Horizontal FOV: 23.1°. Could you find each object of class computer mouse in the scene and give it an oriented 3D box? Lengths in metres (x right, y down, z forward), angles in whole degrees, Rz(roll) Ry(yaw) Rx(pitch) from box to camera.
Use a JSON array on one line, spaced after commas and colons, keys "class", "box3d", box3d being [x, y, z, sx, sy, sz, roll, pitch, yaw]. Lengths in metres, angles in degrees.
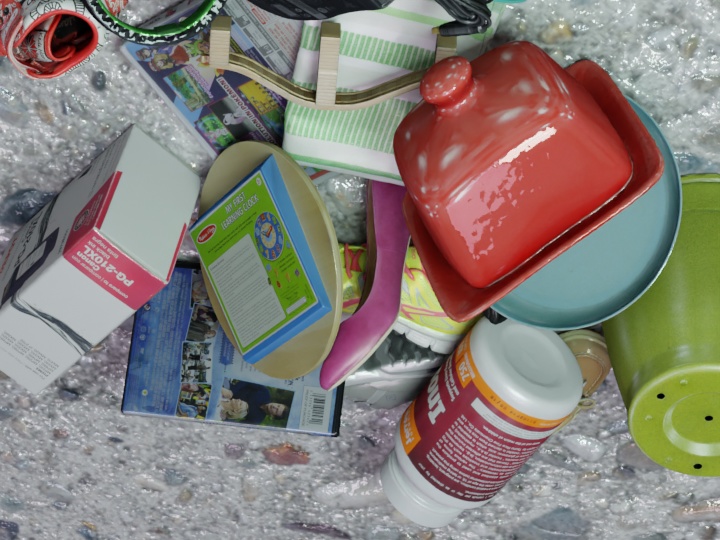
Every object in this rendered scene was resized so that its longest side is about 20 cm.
[{"class": "computer mouse", "box3d": [0.009, -0.212, 1.302, 0.140, 0.046, 0.199, 22, 167, -35]}]

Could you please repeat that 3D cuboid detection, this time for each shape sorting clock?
[{"class": "shape sorting clock", "box3d": [-0.076, -0.009, 1.468, 0.199, 0.039, 0.202, 25, 123, 44]}]

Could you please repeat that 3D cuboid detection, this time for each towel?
[{"class": "towel", "box3d": [0.023, -0.158, 1.405, 0.151, 0.023, 0.201, 10, 127, -8]}]

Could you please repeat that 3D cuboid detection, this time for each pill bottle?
[{"class": "pill bottle", "box3d": [0.101, 0.138, 1.567, 0.112, 0.113, 0.200, 26, 127, -14]}]

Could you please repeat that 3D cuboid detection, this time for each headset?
[{"class": "headset", "box3d": [-0.156, -0.265, 1.299, 0.122, 0.094, 0.202, -15, 107, -16]}]

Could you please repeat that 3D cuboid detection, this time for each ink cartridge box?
[{"class": "ink cartridge box", "box3d": [-0.240, -0.008, 1.528, 0.084, 0.145, 0.200, 38, 127, -21]}]

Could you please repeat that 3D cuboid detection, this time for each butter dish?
[{"class": "butter dish", "box3d": [0.097, -0.098, 1.320, 0.199, 0.200, 0.148, -35, 124, 10]}]

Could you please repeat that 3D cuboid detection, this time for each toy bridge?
[{"class": "toy bridge", "box3d": [-0.026, -0.159, 1.375, 0.198, 0.027, 0.068, 4, 127, -3]}]

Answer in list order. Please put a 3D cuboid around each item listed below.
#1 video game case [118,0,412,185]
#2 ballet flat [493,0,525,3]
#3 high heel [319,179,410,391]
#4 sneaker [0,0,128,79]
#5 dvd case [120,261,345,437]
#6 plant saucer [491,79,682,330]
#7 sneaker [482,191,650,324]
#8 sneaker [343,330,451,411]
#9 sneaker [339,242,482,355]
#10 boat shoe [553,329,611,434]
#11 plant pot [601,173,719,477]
[{"class": "video game case", "box3d": [-0.069, -0.153, 1.453, 0.181, 0.023, 0.200, -23, 125, 27]}, {"class": "ballet flat", "box3d": [0.046, -0.256, 1.312, 0.198, 0.068, 0.068, 15, 129, -6]}, {"class": "high heel", "box3d": [0.000, 0.000, 1.468, 0.096, 0.201, 0.067, 37, 164, -6]}, {"class": "sneaker", "box3d": [-0.277, -0.194, 1.393, 0.200, 0.108, 0.068, -12, 129, 20]}, {"class": "dvd case", "box3d": [-0.109, 0.069, 1.588, 0.198, 0.144, 0.018, 6, 167, 5]}, {"class": "plant saucer", "box3d": [0.164, -0.052, 1.420, 0.198, 0.202, 0.027, -15, 169, 22]}, {"class": "sneaker", "box3d": [0.178, -0.013, 1.463, 0.199, 0.100, 0.069, -24, 165, 21]}, {"class": "sneaker", "box3d": [-0.003, 0.104, 1.634, 0.198, 0.075, 0.082, -4, 130, 13]}, {"class": "sneaker", "box3d": [0.025, 0.003, 1.544, 0.198, 0.079, 0.091, 15, 133, -19]}, {"class": "boat shoe", "box3d": [0.164, 0.130, 1.636, 0.073, 0.063, 0.200, 29, 129, -16]}, {"class": "plant pot", "box3d": [0.286, 0.059, 1.465, 0.198, 0.194, 0.202, 5, 132, 6]}]
